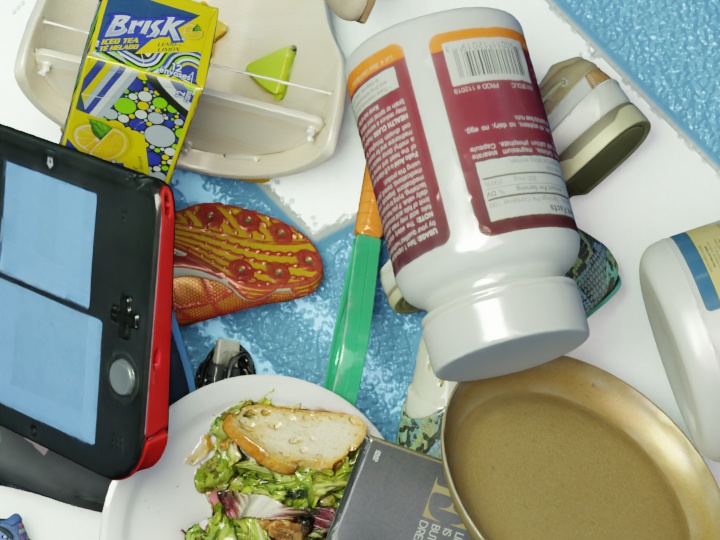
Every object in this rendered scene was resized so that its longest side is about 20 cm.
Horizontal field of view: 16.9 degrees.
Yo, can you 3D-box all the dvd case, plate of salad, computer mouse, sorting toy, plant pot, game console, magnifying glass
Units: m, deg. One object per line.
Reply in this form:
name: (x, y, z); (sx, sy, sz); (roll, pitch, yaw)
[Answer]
dvd case: (0.067, 0.199, 1.465); (0.199, 0.016, 0.149); (20, 94, -18)
plate of salad: (-0.058, 0.164, 1.458); (0.199, 0.048, 0.201); (-1, 92, -21)
computer mouse: (-0.170, 0.101, 1.544); (0.199, 0.053, 0.139); (9, 91, 0)
sorting toy: (-0.100, -0.162, 1.528); (0.199, 0.107, 0.181); (14, 71, -4)
plant pot: (0.131, 0.136, 1.454); (0.200, 0.200, 0.028); (35, 130, 0)
game console: (-0.178, 0.015, 1.402); (0.031, 0.199, 0.178); (-14, 114, -42)
magnifying glass: (0.000, 0.000, 1.539); (0.022, 0.080, 0.201); (12, 79, -5)

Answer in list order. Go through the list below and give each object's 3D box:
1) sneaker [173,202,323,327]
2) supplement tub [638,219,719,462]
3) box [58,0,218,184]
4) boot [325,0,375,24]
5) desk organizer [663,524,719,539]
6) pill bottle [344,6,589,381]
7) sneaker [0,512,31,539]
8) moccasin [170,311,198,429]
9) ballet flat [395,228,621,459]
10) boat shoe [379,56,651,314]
sneaker: (-0.122, 0.006, 1.544); (0.199, 0.077, 0.073); (-4, 55, -12)
supplement tub: (0.285, 0.023, 1.495); (0.199, 0.145, 0.145); (-18, 90, 0)
box: (-0.140, -0.080, 1.428); (0.070, 0.200, 0.065); (16, 54, -8)
boot: (-0.059, -0.234, 1.490); (0.146, 0.200, 0.070); (21, 121, -16)
desk organizer: (0.166, 0.195, 1.533); (0.199, 0.072, 0.078); (0, 92, 1)
pill bottle: (0.066, -0.044, 1.443); (0.113, 0.114, 0.201); (-14, 75, 0)
sneaker: (-0.226, 0.195, 1.535); (0.199, 0.075, 0.079); (34, 87, -1)
moccasin: (-0.139, 0.053, 1.453); (0.068, 0.081, 0.201); (-19, 124, -9)
ballet flat: (0.076, 0.047, 1.531); (0.074, 0.074, 0.200); (43, 82, 0)
boat shoe: (0.087, -0.053, 1.539); (0.200, 0.075, 0.069); (-38, 71, 2)
